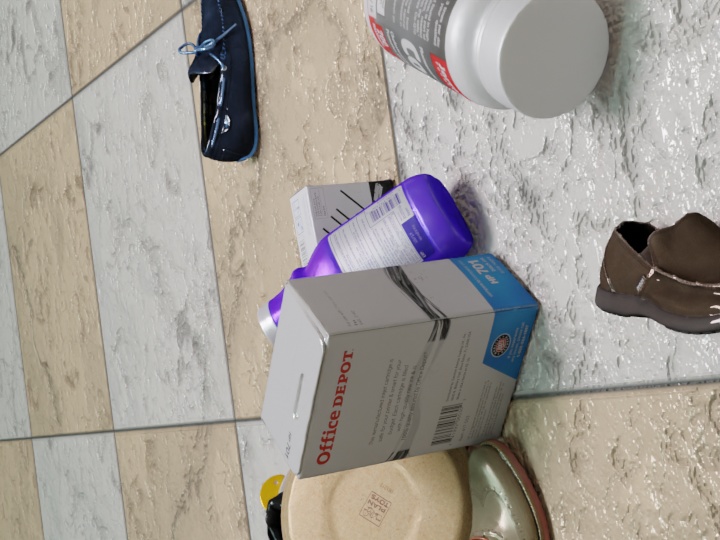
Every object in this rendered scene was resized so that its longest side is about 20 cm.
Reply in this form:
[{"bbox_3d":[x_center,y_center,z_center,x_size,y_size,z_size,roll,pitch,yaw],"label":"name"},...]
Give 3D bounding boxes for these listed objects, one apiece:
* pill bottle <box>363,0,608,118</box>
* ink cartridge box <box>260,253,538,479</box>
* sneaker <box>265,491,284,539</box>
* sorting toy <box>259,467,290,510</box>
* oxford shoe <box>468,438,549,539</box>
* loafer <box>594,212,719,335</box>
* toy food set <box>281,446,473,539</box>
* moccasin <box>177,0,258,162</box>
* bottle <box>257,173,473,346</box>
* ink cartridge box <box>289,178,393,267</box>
[{"bbox_3d":[0.094,-0.190,1.192,0.200,0.113,0.115,40,130,55],"label":"pill bottle"},{"bbox_3d":[0.030,0.076,1.280,0.086,0.198,0.148,53,140,45],"label":"ink cartridge box"},{"bbox_3d":[-0.033,0.209,1.482,0.076,0.111,0.203,-8,67,42],"label":"sneaker"},{"bbox_3d":[-0.040,0.292,1.611,0.180,0.105,0.202,98,157,-67],"label":"sorting toy"},{"bbox_3d":[0.113,0.241,1.287,0.070,0.074,0.203,-37,62,60],"label":"oxford shoe"},{"bbox_3d":[0.216,-0.001,1.031,0.199,0.072,0.072,8,104,63],"label":"loafer"},{"bbox_3d":[0.023,0.212,1.379,0.198,0.049,0.201,11,82,25],"label":"toy food set"},{"bbox_3d":[-0.158,-0.222,1.738,0.080,0.067,0.203,-24,73,62],"label":"moccasin"},{"bbox_3d":[0.000,0.000,1.360,0.199,0.065,0.084,-35,67,16],"label":"bottle"},{"bbox_3d":[0.001,0.020,1.446,0.044,0.093,0.203,-29,69,61],"label":"ink cartridge box"}]
